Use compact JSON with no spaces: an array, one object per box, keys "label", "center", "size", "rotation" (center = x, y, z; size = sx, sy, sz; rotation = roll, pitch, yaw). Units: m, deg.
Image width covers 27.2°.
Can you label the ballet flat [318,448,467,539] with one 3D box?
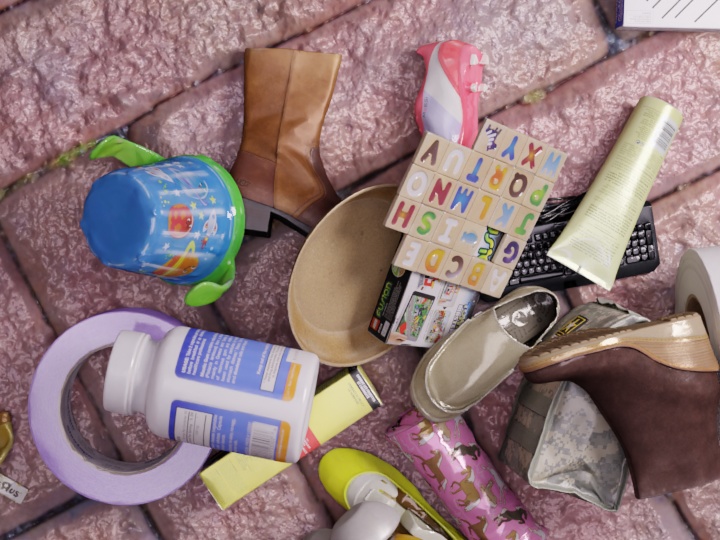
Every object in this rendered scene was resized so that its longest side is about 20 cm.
[{"label":"ballet flat","center":[0.042,0.258,1.568],"size":[0.200,0.067,0.067],"rotation":[39,90,-2]}]

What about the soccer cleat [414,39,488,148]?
[{"label":"soccer cleat","center":[0.088,-0.141,1.561],"size":[0.076,0.067,0.202],"rotation":[10,100,30]}]

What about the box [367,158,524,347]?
[{"label":"box","center":[0.088,-0.018,1.523],"size":[0.110,0.035,0.201],"rotation":[8,108,-42]}]

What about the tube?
[{"label":"tube","center":[0.270,-0.085,1.550],"size":[0.058,0.052,0.201],"rotation":[21,79,36]}]

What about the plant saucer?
[{"label":"plant saucer","center":[0.000,0.000,1.510],"size":[0.199,0.035,0.201],"rotation":[-20,125,-30]}]

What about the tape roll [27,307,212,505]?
[{"label":"tape roll","center":[-0.243,0.141,1.557],"size":[0.198,0.066,0.202],"rotation":[0,93,-1]}]

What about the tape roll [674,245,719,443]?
[{"label":"tape roll","center":[0.408,0.071,1.501],"size":[0.138,0.203,0.204],"rotation":[-7,93,-2]}]

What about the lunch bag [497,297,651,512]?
[{"label":"lunch bag","center":[0.226,0.125,1.517],"size":[0.117,0.164,0.201],"rotation":[18,91,-7]}]

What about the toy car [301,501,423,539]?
[{"label":"toy car","center":[0.004,0.348,1.508],"size":[0.175,0.200,0.150],"rotation":[47,46,-5]}]

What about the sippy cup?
[{"label":"sippy cup","center":[-0.206,-0.051,1.493],"size":[0.177,0.130,0.141],"rotation":[18,99,28]}]

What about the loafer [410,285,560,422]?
[{"label":"loafer","center":[0.130,0.076,1.521],"size":[0.076,0.068,0.200],"rotation":[47,66,3]}]

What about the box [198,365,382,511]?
[{"label":"box","center":[-0.073,0.172,1.558],"size":[0.199,0.075,0.050],"rotation":[-33,93,-1]}]

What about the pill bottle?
[{"label":"pill bottle","center":[-0.147,0.117,1.469],"size":[0.198,0.112,0.113],"rotation":[12,92,2]}]

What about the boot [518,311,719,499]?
[{"label":"boot","center":[0.252,0.136,1.401],"size":[0.199,0.072,0.168],"rotation":[-9,94,-14]}]

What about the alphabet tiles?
[{"label":"alphabet tiles","center":[0.111,-0.067,1.485],"size":[0.199,0.008,0.168],"rotation":[16,102,-44]}]

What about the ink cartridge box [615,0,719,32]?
[{"label":"ink cartridge box","center":[0.370,-0.299,1.562],"size":[0.198,0.044,0.095],"rotation":[1,94,-2]}]

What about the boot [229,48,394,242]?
[{"label":"boot","center":[-0.043,-0.128,1.565],"size":[0.187,0.068,0.202],"rotation":[8,83,3]}]

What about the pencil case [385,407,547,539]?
[{"label":"pencil case","center":[0.112,0.224,1.556],"size":[0.083,0.086,0.200],"rotation":[-34,94,37]}]

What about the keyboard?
[{"label":"keyboard","center":[0.216,-0.031,1.573],"size":[0.198,0.040,0.105],"rotation":[-11,93,-2]}]

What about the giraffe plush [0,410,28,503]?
[{"label":"giraffe plush","center":[-0.448,0.208,1.506],"size":[0.199,0.162,0.174],"rotation":[13,92,-1]}]
